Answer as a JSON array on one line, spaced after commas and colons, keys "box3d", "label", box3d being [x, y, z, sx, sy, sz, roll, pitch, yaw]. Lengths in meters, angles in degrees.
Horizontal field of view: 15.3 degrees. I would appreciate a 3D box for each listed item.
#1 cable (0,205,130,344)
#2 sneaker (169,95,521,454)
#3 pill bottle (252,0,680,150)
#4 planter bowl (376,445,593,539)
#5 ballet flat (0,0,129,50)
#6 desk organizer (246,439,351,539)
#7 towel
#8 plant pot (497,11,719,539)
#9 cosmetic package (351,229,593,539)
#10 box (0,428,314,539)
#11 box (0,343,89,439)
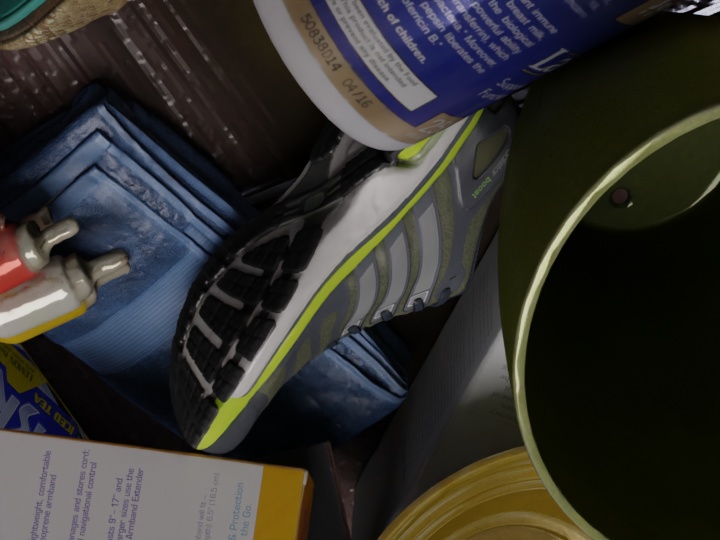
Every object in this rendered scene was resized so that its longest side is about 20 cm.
[{"box3d": [-0.187, 0.032, 1.063, 0.200, 0.050, 0.097, -35, 158, 3], "label": "cable"}, {"box3d": [0.000, 0.000, 1.085, 0.081, 0.074, 0.200, 35, 100, -33], "label": "sneaker"}, {"box3d": [0.065, -0.135, 0.969, 0.199, 0.116, 0.116, -27, 124, 24], "label": "pill bottle"}, {"box3d": [0.072, 0.159, 1.122, 0.199, 0.083, 0.202, -2, 100, -14], "label": "planter bowl"}, {"box3d": [-0.072, -0.147, 1.002, 0.065, 0.071, 0.200, 16, 134, -29], "label": "ballet flat"}, {"box3d": [-0.098, 0.141, 1.151, 0.199, 0.072, 0.077, -14, 157, 0], "label": "desk organizer"}, {"box3d": [-0.078, 0.014, 1.146, 0.111, 0.049, 0.200, -34, 121, 28], "label": "towel"}, {"box3d": [0.125, -0.019, 0.989, 0.186, 0.200, 0.188, -4, 117, -9], "label": "plant pot"}, {"box3d": [0.074, 0.070, 1.170, 0.101, 0.074, 0.200, 18, 131, -13], "label": "cosmetic package"}, {"box3d": [-0.125, 0.128, 1.092, 0.199, 0.120, 0.041, 7, 167, 8], "label": "box"}, {"box3d": [-0.182, 0.058, 1.174, 0.064, 0.070, 0.200, -20, 126, 17], "label": "box"}]
